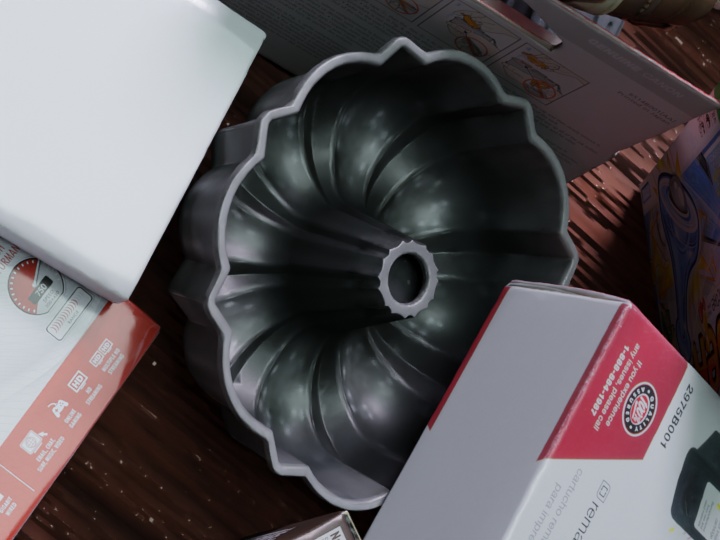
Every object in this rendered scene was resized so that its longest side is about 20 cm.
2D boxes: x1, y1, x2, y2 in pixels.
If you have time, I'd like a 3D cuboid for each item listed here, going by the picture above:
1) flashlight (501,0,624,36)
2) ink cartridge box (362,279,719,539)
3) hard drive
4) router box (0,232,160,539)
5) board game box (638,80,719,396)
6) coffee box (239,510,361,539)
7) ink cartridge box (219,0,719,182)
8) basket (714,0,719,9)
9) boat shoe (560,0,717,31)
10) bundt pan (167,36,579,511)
[{"bbox_3d":[0.132,-0.204,0.828,0.067,0.068,0.202,25,101,14],"label":"flashlight"},{"bbox_3d":[0.115,0.123,0.739,0.200,0.082,0.147,42,70,-32],"label":"ink cartridge box"},{"bbox_3d":[-0.151,-0.094,0.672,0.199,0.027,0.133,32,72,-16],"label":"hard drive"},{"bbox_3d":[-0.208,0.048,0.660,0.179,0.049,0.201,40,64,-13],"label":"router box"},{"bbox_3d":[0.173,0.001,0.777,0.034,0.200,0.137,-6,79,-2],"label":"board game box"},{"bbox_3d":[-0.091,0.177,0.651,0.199,0.114,0.080,-24,88,-30],"label":"coffee box"},{"bbox_3d":[0.041,-0.112,0.750,0.199,0.176,0.045,29,67,-17],"label":"ink cartridge box"},{"bbox_3d":[0.263,-0.241,0.917,0.198,0.123,0.137,-24,84,-28],"label":"basket"},{"bbox_3d":[0.103,-0.151,0.748,0.074,0.203,0.075,15,114,-18],"label":"boat shoe"},{"bbox_3d":[0.000,0.000,0.738,0.200,0.075,0.205,-5,98,-35],"label":"bundt pan"}]
